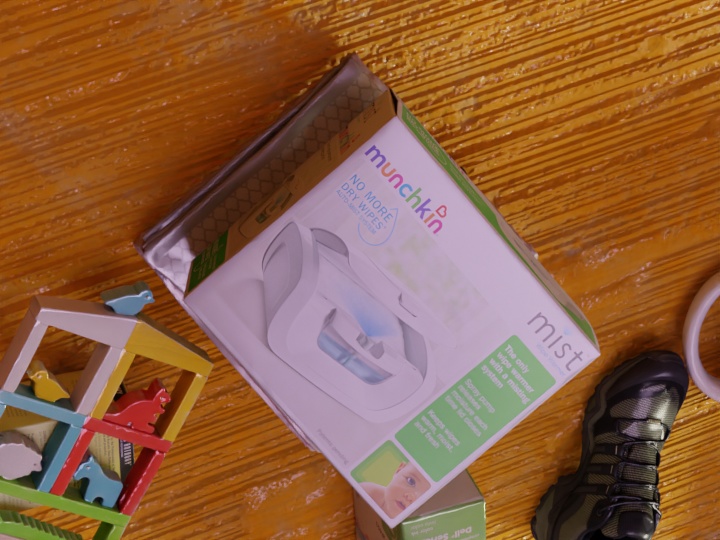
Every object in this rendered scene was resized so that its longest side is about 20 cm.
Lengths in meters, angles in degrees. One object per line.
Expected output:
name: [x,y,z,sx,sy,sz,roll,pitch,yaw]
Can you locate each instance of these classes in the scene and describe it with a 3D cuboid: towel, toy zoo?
towel: [-0.016,-0.010,1.376,0.200,0.032,0.191,-41,104,7]
toy zoo: [-0.182,0.096,1.370,0.130,0.020,0.201,21,107,-31]

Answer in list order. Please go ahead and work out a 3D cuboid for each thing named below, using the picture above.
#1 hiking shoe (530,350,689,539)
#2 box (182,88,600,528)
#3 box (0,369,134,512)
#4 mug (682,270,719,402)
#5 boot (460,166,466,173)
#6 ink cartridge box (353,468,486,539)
hiking shoe: [0.206,0.157,1.603,0.075,0.101,0.201,8,120,-29]
box: [0.020,0.022,1.323,0.176,0.097,0.200,-39,103,9]
box: [-0.250,0.122,1.400,0.198,0.050,0.076,-13,127,-17]
mug: [0.340,0.062,1.584,0.198,0.148,0.177,14,111,1]
boot: [0.000,0.000,1.435,0.198,0.075,0.098,-17,103,1]
ink cartridge box: [0.043,0.215,1.558,0.067,0.117,0.201,-14,127,-14]
